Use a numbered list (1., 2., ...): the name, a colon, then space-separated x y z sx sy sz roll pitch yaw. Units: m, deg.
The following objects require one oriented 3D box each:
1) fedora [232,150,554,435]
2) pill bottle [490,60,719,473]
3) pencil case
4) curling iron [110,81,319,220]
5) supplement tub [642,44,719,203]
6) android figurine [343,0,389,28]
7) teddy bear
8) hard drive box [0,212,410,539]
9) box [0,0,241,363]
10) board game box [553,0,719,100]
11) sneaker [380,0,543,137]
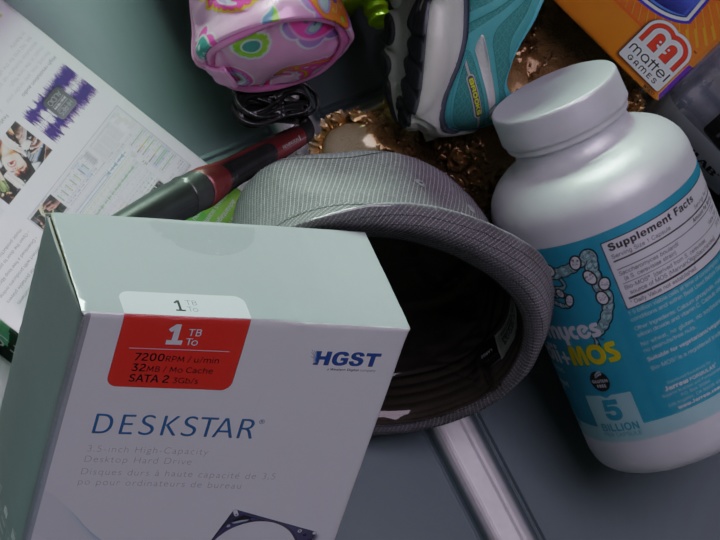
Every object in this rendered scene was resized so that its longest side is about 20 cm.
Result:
1. fedora: 0.000 0.000 1.239 0.199 0.177 0.091 16 45 -28
2. pill bottle: 0.137 -0.004 1.287 0.111 0.110 0.201 -34 109 -29
3. pencil case: -0.065 -0.194 1.277 0.087 0.087 0.201 -6 70 -25
4. curling iron: -0.088 -0.047 1.247 0.050 0.026 0.200 41 48 8
5. supplement tub: 0.265 -0.060 1.391 0.200 0.122 0.123 45 60 -2
6. android figurine: -0.045 -0.216 1.365 0.181 0.041 0.201 -15 76 -27
7. teddy bear: 0.062 -0.077 1.352 0.145 0.067 0.200 37 68 0
8. hard drive box: -0.084 0.078 1.142 0.155 0.201 0.077 2 35 -22
9. box: -0.158 -0.030 1.249 0.200 0.036 0.145 38 60 -5
10. board game box: 0.177 -0.256 1.341 0.200 0.200 0.200 44 30 -3
11. sneaker: 0.062 -0.166 1.273 0.079 0.078 0.201 -1 116 -23
